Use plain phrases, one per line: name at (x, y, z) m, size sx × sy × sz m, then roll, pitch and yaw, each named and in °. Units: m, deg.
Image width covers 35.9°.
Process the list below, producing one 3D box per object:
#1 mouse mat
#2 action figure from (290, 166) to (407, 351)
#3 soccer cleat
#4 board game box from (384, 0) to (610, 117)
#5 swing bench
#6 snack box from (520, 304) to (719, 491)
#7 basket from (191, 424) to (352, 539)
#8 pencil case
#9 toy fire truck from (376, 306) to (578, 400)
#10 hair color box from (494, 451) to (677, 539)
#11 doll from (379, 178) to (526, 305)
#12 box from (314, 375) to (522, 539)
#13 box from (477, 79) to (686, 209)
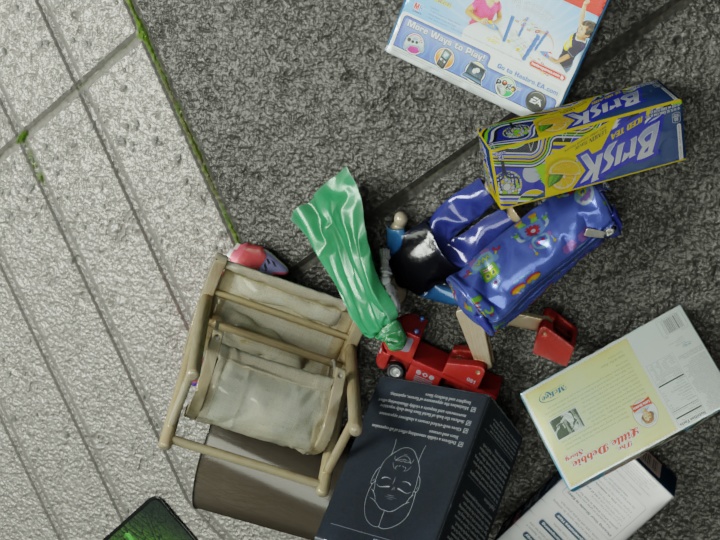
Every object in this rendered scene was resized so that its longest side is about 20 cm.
mouse mat at (-0.259, 0.417, 1.493) m, size 0.161 × 0.008 × 0.200 m, roll -42°, pitch 90°, yaw 22°
action figure at (0.000, 0.000, 1.244) m, size 0.118 × 0.054 × 0.202 m, roll -40°, pitch 69°, yaw 47°
soccer cleat at (-0.154, 0.062, 1.339) m, size 0.076 × 0.067 × 0.202 m, roll 26°, pitch 108°, yaw 4°
board game box at (0.153, -0.280, 1.156) m, size 0.198 × 0.056 × 0.198 m, roll 27°, pitch 110°, yaw 9°
swing bench at (-0.100, 0.113, 1.242) m, size 0.196 × 0.201 × 0.131 m, roll 19°, pitch 129°, yaw -11°
snack box at (0.284, 0.138, 1.189) m, size 0.198 × 0.037 × 0.117 m, roll -30°, pitch 69°, yaw 10°
basket at (-0.083, 0.243, 1.327) m, size 0.197 × 0.137 × 0.182 m, roll 19°, pitch 127°, yaw 7°
pencil case at (0.187, -0.016, 1.170) m, size 0.199 × 0.087 × 0.078 m, roll -38°, pitch 124°, yaw 4°
toy fire truck at (0.128, 0.085, 1.248) m, size 0.198 × 0.049 × 0.142 m, roll 24°, pitch 119°, yaw 5°
hair color box at (0.253, 0.274, 1.263) m, size 0.100 × 0.060 × 0.200 m, roll 44°, pitch 112°, yaw 6°
doll at (0.093, -0.019, 1.246) m, size 0.199 × 0.049 × 0.137 m, roll -37°, pitch 97°, yaw 22°
box at (0.067, 0.236, 1.214) m, size 0.147 × 0.202 × 0.107 m, roll 7°, pitch 151°, yaw 36°
box at (0.224, -0.128, 1.125) m, size 0.197 × 0.065 × 0.071 m, roll -16°, pitch 119°, yaw -2°
